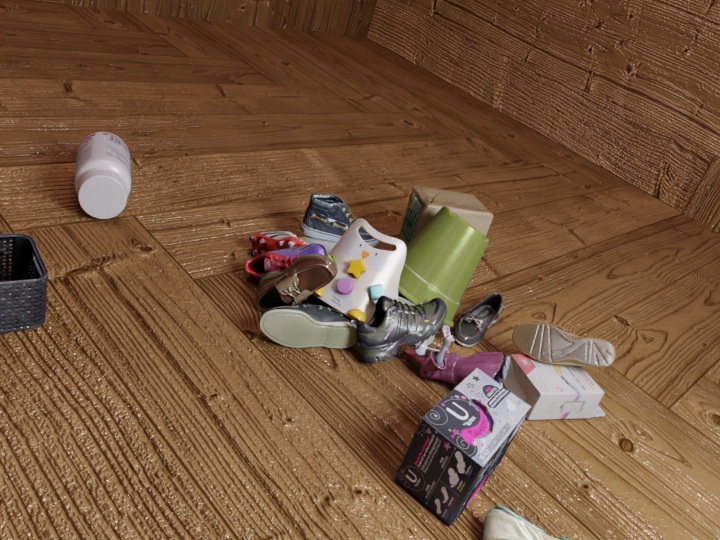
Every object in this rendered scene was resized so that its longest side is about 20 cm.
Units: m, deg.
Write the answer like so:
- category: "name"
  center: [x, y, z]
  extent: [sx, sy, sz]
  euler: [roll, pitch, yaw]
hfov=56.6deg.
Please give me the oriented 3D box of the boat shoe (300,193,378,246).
- category: "boat shoe"
  center: [-0.033, -0.113, 1.510]
  extent: [0.195, 0.093, 0.071]
  euler: [8, 29, -25]

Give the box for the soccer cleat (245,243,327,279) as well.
- category: "soccer cleat"
  center: [-0.144, -0.012, 1.297]
  extent: [0.197, 0.071, 0.072]
  euler: [-8, -9, 44]

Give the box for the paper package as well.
- category: "paper package"
  center: [0.187, -0.075, 1.561]
  extent: [0.185, 0.204, 0.104]
  euler: [4, 30, -23]

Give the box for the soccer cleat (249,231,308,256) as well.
- category: "soccer cleat"
  center: [-0.148, -0.048, 1.405]
  extent: [0.196, 0.071, 0.084]
  euler: [13, 25, 37]

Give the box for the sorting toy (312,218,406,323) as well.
- category: "sorting toy"
  center: [0.000, 0.000, 1.314]
  extent: [0.197, 0.183, 0.107]
  euler: [28, -5, 19]

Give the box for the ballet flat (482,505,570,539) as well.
- category: "ballet flat"
  center: [0.265, 0.407, 0.951]
  extent: [0.195, 0.068, 0.063]
  euler: [22, 56, 12]

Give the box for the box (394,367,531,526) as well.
- category: "box"
  center: [0.160, 0.263, 1.037]
  extent: [0.113, 0.135, 0.199]
  euler: [33, 31, 21]

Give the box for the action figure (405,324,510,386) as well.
- category: "action figure"
  center: [0.174, 0.186, 1.245]
  extent: [0.194, 0.154, 0.133]
  euler: [8, 4, 21]

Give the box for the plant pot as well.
- category: "plant pot"
  center: [0.168, -0.022, 1.399]
  extent: [0.198, 0.192, 0.200]
  euler: [35, 8, -5]

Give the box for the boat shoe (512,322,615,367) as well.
- category: "boat shoe"
  center: [0.393, 0.154, 1.311]
  extent: [0.194, 0.073, 0.065]
  euler: [14, -10, 13]

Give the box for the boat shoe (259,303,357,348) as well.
- category: "boat shoe"
  center: [-0.097, 0.093, 1.229]
  extent: [0.194, 0.076, 0.066]
  euler: [6, 28, -24]

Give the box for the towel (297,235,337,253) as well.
- category: "towel"
  center: [-0.047, -0.019, 1.483]
  extent: [0.169, 0.049, 0.199]
  euler: [-9, 40, -47]

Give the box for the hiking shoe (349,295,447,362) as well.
- category: "hiking shoe"
  center: [0.076, 0.088, 1.244]
  extent: [0.197, 0.103, 0.075]
  euler: [-28, 19, -22]

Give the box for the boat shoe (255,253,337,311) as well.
- category: "boat shoe"
  center: [-0.121, 0.032, 1.240]
  extent: [0.076, 0.197, 0.073]
  euler: [45, 43, -24]

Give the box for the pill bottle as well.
- category: "pill bottle"
  center: [-0.543, -0.201, 1.411]
  extent: [0.110, 0.116, 0.201]
  euler: [6, 31, -23]

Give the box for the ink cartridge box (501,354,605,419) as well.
- category: "ink cartridge box"
  center: [0.388, 0.226, 1.309]
  extent: [0.195, 0.069, 0.117]
  euler: [5, 31, -25]

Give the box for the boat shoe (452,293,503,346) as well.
- category: "boat shoe"
  center: [0.257, 0.101, 1.453]
  extent: [0.066, 0.058, 0.199]
  euler: [31, 30, 20]

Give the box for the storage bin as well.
- category: "storage bin"
  center: [-0.594, 0.023, 1.021]
  extent: [0.196, 0.096, 0.135]
  euler: [-6, 37, -39]

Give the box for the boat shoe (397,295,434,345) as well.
- category: "boat shoe"
  center: [0.073, 0.080, 1.359]
  extent: [0.197, 0.074, 0.061]
  euler: [33, 14, 18]
